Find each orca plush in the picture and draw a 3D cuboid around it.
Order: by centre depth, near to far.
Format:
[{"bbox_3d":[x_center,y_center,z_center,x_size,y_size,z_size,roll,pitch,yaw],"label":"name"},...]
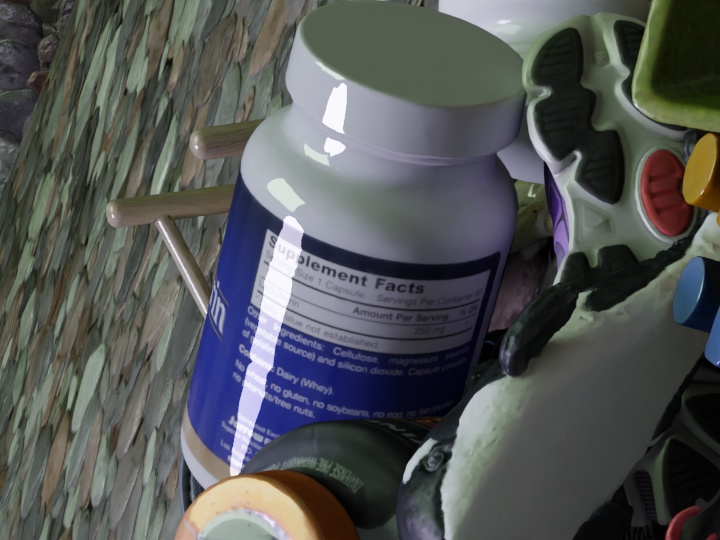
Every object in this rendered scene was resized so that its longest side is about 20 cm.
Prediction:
[{"bbox_3d":[0.066,0.029,0.961,0.071,0.105,0.200,14,62,41],"label":"orca plush"}]

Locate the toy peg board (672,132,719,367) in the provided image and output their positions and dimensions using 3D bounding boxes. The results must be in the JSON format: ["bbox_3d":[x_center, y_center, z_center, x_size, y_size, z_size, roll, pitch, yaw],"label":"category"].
[{"bbox_3d":[0.156,-0.033,0.870,0.200,0.098,0.200,-127,55,-73],"label":"toy peg board"}]

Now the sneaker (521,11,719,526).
[{"bbox_3d":[0.109,0.001,1.048,0.083,0.080,0.201,71,-166,-72],"label":"sneaker"}]

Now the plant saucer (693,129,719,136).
[{"bbox_3d":[0.171,-0.136,1.054,0.200,0.037,0.201,-164,90,-75],"label":"plant saucer"}]

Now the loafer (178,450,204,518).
[{"bbox_3d":[-0.035,0.167,1.301,0.200,0.072,0.063,61,160,23],"label":"loafer"}]

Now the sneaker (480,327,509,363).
[{"bbox_3d":[0.063,0.057,1.195,0.078,0.070,0.200,-68,22,14],"label":"sneaker"}]

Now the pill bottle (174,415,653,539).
[{"bbox_3d":[0.017,0.107,1.009,0.106,0.200,0.107,-1,88,35],"label":"pill bottle"}]

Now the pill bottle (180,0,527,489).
[{"bbox_3d":[0.000,0.000,1.104,0.116,0.115,0.200,-101,22,-61],"label":"pill bottle"}]

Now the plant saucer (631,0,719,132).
[{"bbox_3d":[0.193,-0.115,0.732,0.048,0.199,0.201,29,-106,-65],"label":"plant saucer"}]

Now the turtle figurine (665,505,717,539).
[{"bbox_3d":[0.091,0.162,0.913,0.150,0.101,0.200,58,150,13],"label":"turtle figurine"}]

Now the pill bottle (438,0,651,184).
[{"bbox_3d":[0.095,-0.144,1.197,0.111,0.111,0.201,139,145,-65],"label":"pill bottle"}]

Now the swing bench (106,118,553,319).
[{"bbox_3d":[0.008,-0.034,1.316,0.130,0.200,0.199,62,161,1],"label":"swing bench"}]
